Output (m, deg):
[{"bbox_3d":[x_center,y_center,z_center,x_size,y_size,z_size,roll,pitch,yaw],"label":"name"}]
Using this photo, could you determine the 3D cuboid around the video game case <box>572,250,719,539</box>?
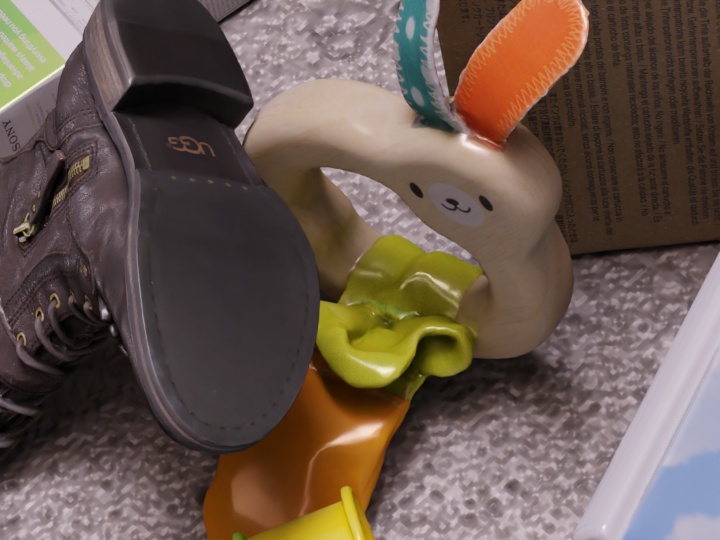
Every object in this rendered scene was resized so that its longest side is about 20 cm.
[{"bbox_3d":[0.180,0.057,0.924,0.182,0.022,0.201,37,62,-12],"label":"video game case"}]

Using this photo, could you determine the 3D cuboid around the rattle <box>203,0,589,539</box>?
[{"bbox_3d":[0.000,0.000,0.948,0.143,0.200,0.130,-39,88,-23],"label":"rattle"}]

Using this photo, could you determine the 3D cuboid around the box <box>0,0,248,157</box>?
[{"bbox_3d":[-0.106,-0.144,1.165,0.200,0.036,0.144,-35,58,-14],"label":"box"}]

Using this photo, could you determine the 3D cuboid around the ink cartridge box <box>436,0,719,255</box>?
[{"bbox_3d":[0.108,-0.091,0.991,0.164,0.200,0.075,-6,57,5],"label":"ink cartridge box"}]

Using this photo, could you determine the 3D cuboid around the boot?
[{"bbox_3d":[-0.094,0.016,0.996,0.069,0.174,0.201,15,45,-31],"label":"boot"}]

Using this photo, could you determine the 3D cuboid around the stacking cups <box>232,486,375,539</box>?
[{"bbox_3d":[-0.084,0.135,0.969,0.199,0.061,0.061,-22,56,3],"label":"stacking cups"}]
